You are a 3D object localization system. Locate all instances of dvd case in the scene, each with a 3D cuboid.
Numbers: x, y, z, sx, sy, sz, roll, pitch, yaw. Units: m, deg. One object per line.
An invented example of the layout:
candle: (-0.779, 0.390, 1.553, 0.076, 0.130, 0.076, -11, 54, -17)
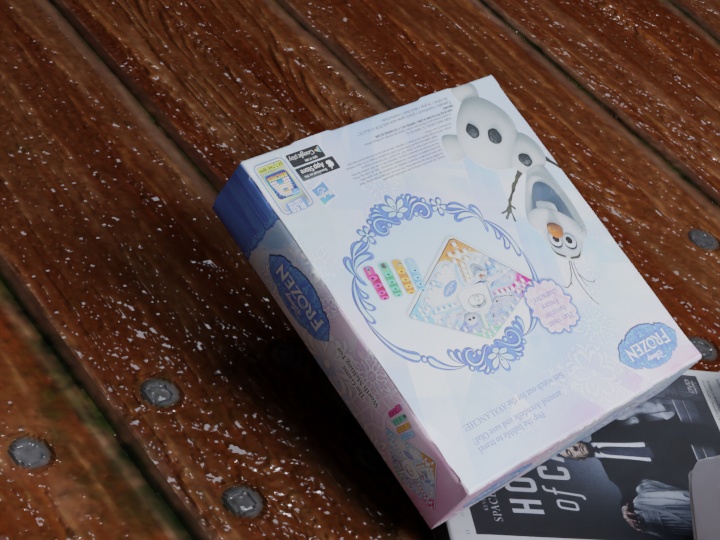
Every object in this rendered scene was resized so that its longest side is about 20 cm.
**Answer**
dvd case: (0.125, 0.103, 0.957, 0.198, 0.025, 0.151, 6, 37, -15)

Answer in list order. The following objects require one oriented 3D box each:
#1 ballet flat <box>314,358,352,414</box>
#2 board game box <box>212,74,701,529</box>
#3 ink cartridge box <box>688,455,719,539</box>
ballet flat: (0.000, 0.000, 1.002, 0.068, 0.069, 0.201, -24, 25, 19)
board game box: (0.054, 0.007, 0.946, 0.199, 0.043, 0.200, -22, 71, -42)
ink cartridge box: (0.279, 0.125, 0.858, 0.198, 0.146, 0.087, 3, 76, -25)
